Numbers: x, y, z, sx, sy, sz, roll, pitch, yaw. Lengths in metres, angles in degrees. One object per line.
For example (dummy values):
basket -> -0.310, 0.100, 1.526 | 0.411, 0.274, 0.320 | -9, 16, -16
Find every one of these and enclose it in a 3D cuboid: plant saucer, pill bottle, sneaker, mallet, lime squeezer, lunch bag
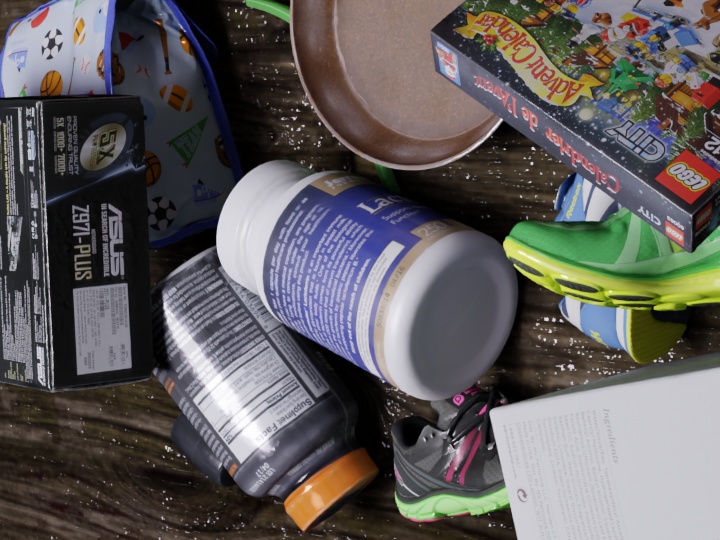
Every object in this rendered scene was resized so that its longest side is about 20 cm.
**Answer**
plant saucer -> 0.040, -0.167, 1.407 | 0.199, 0.034, 0.202 | 4, 97, 36
pill bottle -> -0.072, 0.088, 1.545 | 0.200, 0.106, 0.106 | 52, 134, 9
sneaker -> 0.181, -0.022, 1.230 | 0.074, 0.198, 0.084 | 66, -158, -79
mallet -> -0.098, 0.064, 1.637 | 0.066, 0.041, 0.202 | 29, 116, 37
sneaker -> 0.153, -0.048, 1.301 | 0.082, 0.074, 0.202 | 16, 109, 48
lime squeezer -> -0.018, -0.145, 1.507 | 0.200, 0.038, 0.071 | 54, 164, 24
lunch bag -> -0.185, -0.115, 1.628 | 0.169, 0.123, 0.202 | -12, 97, 50
pill bottle -> 0.000, 0.000, 1.449 | 0.199, 0.115, 0.117 | 26, 118, 41
sneaker -> 0.083, 0.113, 1.413 | 0.199, 0.076, 0.084 | -19, 89, 47

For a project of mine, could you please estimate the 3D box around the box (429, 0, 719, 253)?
box -> 0.157, -0.115, 1.219 | 0.200, 0.136, 0.038 | 38, 158, 28

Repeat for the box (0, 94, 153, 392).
box -> -0.227, -0.023, 1.532 | 0.163, 0.086, 0.202 | 4, 98, 52

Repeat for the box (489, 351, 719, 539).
box -> 0.201, 0.104, 1.221 | 0.199, 0.151, 0.107 | -14, 87, 49
